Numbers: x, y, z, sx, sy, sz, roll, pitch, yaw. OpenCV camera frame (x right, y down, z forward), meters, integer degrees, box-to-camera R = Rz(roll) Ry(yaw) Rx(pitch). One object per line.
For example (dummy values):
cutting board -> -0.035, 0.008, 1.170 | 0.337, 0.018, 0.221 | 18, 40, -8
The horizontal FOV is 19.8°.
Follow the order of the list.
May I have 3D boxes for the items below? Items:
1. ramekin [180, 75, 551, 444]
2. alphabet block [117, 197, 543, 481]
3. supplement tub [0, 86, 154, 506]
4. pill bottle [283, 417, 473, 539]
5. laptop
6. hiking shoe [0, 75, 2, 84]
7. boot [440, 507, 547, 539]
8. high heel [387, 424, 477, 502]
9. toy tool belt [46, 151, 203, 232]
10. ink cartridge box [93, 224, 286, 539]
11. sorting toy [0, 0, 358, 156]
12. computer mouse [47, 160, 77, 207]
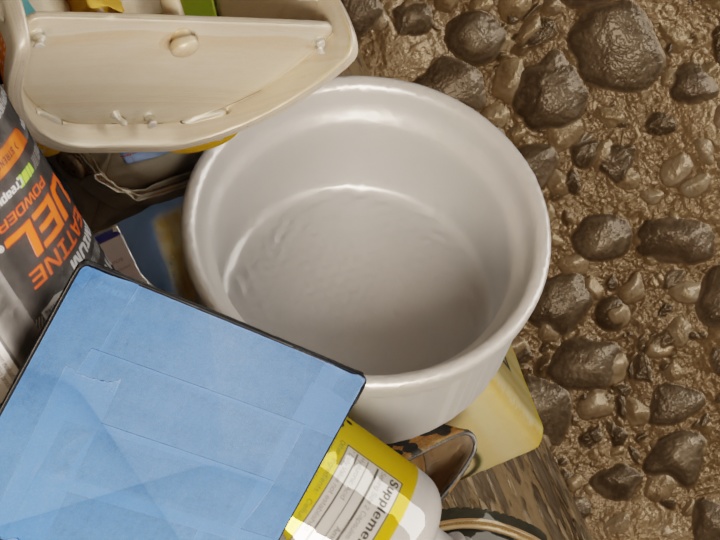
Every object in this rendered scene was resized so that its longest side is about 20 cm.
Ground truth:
ramekin -> 0.000, 0.000, 1.145 | 0.098, 0.200, 0.201 | 98, -24, -57
alphabet block -> -0.019, 0.037, 1.328 | 0.200, 0.195, 0.197 | 51, 18, -60
supplement tub -> -0.158, 0.008, 0.860 | 0.200, 0.107, 0.107 | 61, 10, -27
pill bottle -> -0.030, 0.126, 1.048 | 0.200, 0.111, 0.111 | 37, 14, -8
laptop -> -0.070, 0.131, 0.840 | 0.187, 0.116, 0.200 | 25, 40, -48
hiking shoe -> -0.211, -0.138, 1.108 | 0.200, 0.076, 0.101 | 12, 61, -68
boot -> 0.040, 0.228, 1.327 | 0.077, 0.200, 0.138 | 123, -38, -47
high heel -> -0.002, 0.163, 1.185 | 0.071, 0.142, 0.200 | 53, 24, -21
toy tool belt -> -0.104, -0.118, 1.174 | 0.125, 0.200, 0.123 | 42, -29, 16
ink cartridge box -> -0.109, 0.086, 0.955 | 0.039, 0.099, 0.200 | -97, 162, -82
sorting toy -> -0.132, -0.158, 1.064 | 0.200, 0.107, 0.180 | -3, 61, -38
computer mouse -> -0.177, -0.023, 1.030 | 0.200, 0.046, 0.141 | 51, 15, -58
